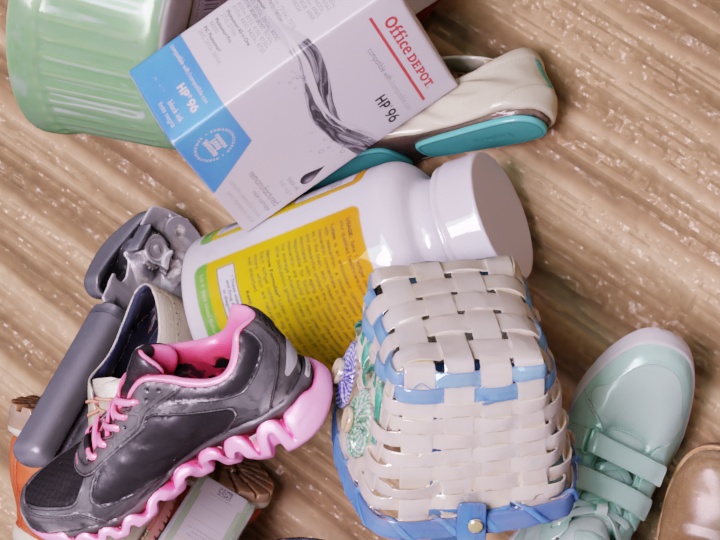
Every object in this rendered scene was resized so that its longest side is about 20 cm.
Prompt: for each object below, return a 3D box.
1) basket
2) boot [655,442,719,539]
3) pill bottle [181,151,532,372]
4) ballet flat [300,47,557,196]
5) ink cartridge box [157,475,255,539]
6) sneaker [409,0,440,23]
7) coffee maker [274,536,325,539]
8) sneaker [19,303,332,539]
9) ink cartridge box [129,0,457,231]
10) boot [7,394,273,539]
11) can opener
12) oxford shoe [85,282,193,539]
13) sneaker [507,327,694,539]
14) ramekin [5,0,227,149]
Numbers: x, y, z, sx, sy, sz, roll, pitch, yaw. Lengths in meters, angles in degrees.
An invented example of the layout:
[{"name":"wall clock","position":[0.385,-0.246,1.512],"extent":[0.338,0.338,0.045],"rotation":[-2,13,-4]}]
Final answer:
[{"name":"basket","position":[0.053,0.103,1.537],"extent":[0.138,0.177,0.201],"rotation":[-8,118,-4]},{"name":"boot","position":[0.191,0.200,1.544],"extent":[0.073,0.075,0.202],"rotation":[8,89,27]},{"name":"pill bottle","position":[0.000,0.000,1.627],"extent":[0.199,0.111,0.112],"rotation":[-21,78,23]},{"name":"ballet flat","position":[0.027,-0.093,1.650],"extent":[0.199,0.069,0.070],"rotation":[-14,81,19]},{"name":"ink cartridge box","position":[-0.134,0.226,1.582],"extent":[0.048,0.200,0.146],"rotation":[32,115,0]},{"name":"sneaker","position":[-0.026,-0.169,1.687],"extent":[0.200,0.078,0.116],"rotation":[-45,53,16]},{"name":"coffee maker","position":[-0.018,0.294,1.599],"extent":[0.200,0.134,0.193],"rotation":[46,124,36]},{"name":"sneaker","position":[-0.119,0.083,1.524],"extent":[0.199,0.096,0.079],"rotation":[-29,36,10]},{"name":"ink cartridge box","position":[-0.022,-0.126,1.582],"extent":[0.199,0.116,0.068],"rotation":[-35,56,3]},{"name":"boot","position":[-0.144,0.152,1.715],"extent":[0.199,0.075,0.108],"rotation":[12,98,32]},{"name":"can opener","position":[-0.164,0.047,1.701],"extent":[0.067,0.053,0.201],"rotation":[-5,51,52]},{"name":"oxford shoe","position":[-0.149,0.102,1.624],"extent":[0.070,0.074,0.201],"rotation":[-6,54,38]},{"name":"sneaker","position":[0.146,0.138,1.538],"extent":[0.073,0.118,0.201],"rotation":[22,106,-14]},{"name":"ramekin","position":[-0.130,-0.172,1.658],"extent":[0.097,0.200,0.201],"rotation":[17,94,18]}]
